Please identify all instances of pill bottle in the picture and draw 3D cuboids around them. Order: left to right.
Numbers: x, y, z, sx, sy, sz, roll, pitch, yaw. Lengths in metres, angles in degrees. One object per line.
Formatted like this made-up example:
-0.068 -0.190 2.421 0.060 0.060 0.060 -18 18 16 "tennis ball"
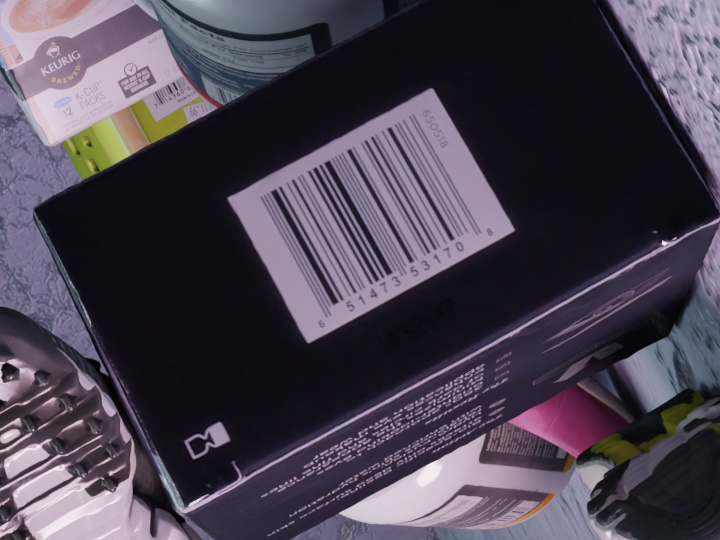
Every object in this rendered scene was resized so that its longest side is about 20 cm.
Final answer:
-0.035 -0.142 0.903 0.120 0.119 0.200 60 175 15 "pill bottle"
0.030 0.075 1.146 0.116 0.116 0.200 60 -160 22 "pill bottle"

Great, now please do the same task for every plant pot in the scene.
-0.164 -0.160 1.913 0.199 0.200 0.181 63 170 -8 "plant pot"

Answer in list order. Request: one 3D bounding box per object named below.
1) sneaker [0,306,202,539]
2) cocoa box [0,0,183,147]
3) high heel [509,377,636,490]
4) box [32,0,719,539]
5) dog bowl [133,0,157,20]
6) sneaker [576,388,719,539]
-0.107 0.060 0.744 0.091 0.066 0.200 58 176 36 "sneaker"
-0.146 -0.191 1.378 0.131 0.200 0.133 64 174 -22 "cocoa box"
0.087 0.083 1.063 0.200 0.096 0.067 64 175 -27 "high heel"
0.008 0.003 0.791 0.118 0.196 0.200 61 176 13 "box"
-0.110 -0.237 1.197 0.200 0.079 0.200 51 161 26 "dog bowl"
0.135 0.095 0.829 0.085 0.074 0.200 56 -175 -2 "sneaker"
